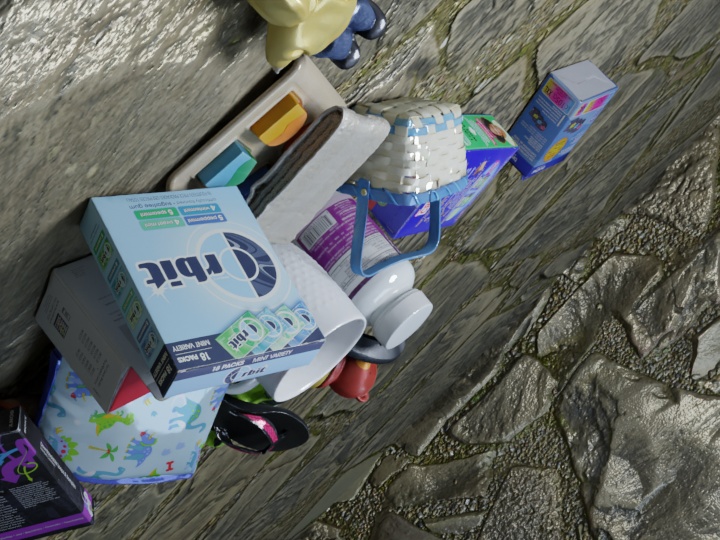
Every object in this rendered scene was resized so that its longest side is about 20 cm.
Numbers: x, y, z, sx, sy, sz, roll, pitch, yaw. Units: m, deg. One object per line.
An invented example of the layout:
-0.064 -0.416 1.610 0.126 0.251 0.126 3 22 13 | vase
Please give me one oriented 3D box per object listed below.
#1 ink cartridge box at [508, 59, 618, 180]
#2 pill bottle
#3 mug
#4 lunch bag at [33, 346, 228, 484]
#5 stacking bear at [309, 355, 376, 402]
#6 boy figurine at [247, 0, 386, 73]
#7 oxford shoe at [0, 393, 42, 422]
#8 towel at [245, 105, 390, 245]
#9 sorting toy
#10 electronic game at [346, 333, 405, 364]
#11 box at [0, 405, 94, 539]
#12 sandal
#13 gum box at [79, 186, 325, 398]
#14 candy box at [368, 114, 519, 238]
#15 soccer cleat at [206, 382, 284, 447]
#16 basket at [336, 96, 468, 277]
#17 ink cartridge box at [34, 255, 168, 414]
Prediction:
0.315 -0.237 1.813 0.136 0.077 0.201 -25 158 -46 | ink cartridge box
0.000 0.000 1.429 0.112 0.201 0.113 -37 164 -13 | pill bottle
-0.120 0.061 1.342 0.200 0.176 0.148 -42 164 2 | mug
-0.264 0.142 1.232 0.198 0.127 0.172 1 120 -42 | lunch bag
-0.064 0.111 1.521 0.114 0.198 0.123 -43 -152 41 | stacking bear
-0.047 -0.230 0.990 0.125 0.065 0.199 -48 163 17 | boy figurine
-0.406 0.219 1.253 0.201 0.071 0.073 -52 165 26 | oxford shoe
-0.059 -0.102 1.219 0.200 0.035 0.132 -45 165 19 | towel
-0.100 -0.125 1.174 0.200 0.037 0.185 -45 164 4 | sorting toy
-0.022 0.050 1.503 0.042 0.200 0.199 -51 162 25 | electronic game
-0.381 0.224 1.160 0.140 0.036 0.201 -14 140 2 | box
-0.146 0.199 1.385 0.198 0.045 0.075 25 118 -38 | sandal
-0.150 0.012 1.049 0.168 0.201 0.045 -9 146 -42 | gum box
0.118 -0.139 1.588 0.170 0.077 0.199 -50 164 26 | candy box
-0.133 0.156 1.449 0.199 0.068 0.081 -39 -178 14 | soccer cleat
0.051 -0.104 1.341 0.175 0.137 0.204 -19 115 -53 | basket
-0.200 0.057 1.143 0.199 0.176 0.084 -24 156 -46 | ink cartridge box
